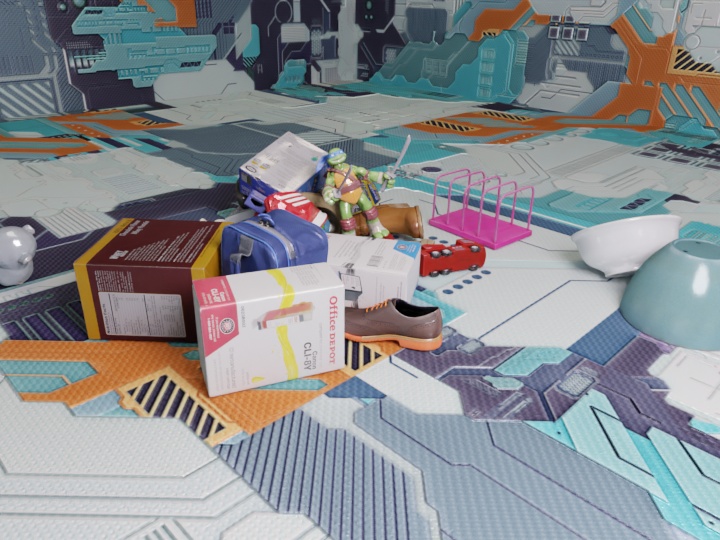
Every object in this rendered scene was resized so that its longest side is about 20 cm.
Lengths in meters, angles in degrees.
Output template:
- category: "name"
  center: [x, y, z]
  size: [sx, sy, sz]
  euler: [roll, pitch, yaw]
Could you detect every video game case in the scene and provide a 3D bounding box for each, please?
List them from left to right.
- category: "video game case"
  center: [-0.210, -0.177, 1.411]
  size: [0.200, 0.023, 0.182]
  euler: [-17, 21, 18]

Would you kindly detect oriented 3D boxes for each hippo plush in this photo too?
- category: "hippo plush"
  center: [-0.671, -0.049, 1.039]
  size: [0.160, 0.200, 0.159]
  euler: [-6, 47, -32]

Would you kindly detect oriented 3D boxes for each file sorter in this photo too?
- category: "file sorter"
  center: [0.281, -0.152, 1.346]
  size: [0.139, 0.126, 0.200]
  euler: [-20, 33, -36]

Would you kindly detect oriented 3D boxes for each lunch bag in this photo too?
- category: "lunch bag"
  center: [-0.142, 0.003, 0.920]
  size: [0.136, 0.200, 0.132]
  euler: [25, 35, 32]

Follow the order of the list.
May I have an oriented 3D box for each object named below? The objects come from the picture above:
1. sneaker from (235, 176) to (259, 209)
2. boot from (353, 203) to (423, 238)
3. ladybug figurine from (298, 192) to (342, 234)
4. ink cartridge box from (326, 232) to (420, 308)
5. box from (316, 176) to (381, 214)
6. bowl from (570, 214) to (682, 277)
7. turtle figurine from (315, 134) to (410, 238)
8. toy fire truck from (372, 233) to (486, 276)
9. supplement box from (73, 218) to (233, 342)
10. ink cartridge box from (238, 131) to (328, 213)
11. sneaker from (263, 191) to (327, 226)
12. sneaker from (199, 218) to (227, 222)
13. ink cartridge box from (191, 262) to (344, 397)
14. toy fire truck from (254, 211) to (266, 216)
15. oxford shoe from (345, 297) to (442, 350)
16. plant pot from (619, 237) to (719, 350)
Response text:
- category: "sneaker"
  center: [-0.213, -0.204, 1.351]
  size: [0.091, 0.076, 0.200]
  euler: [-2, 30, 31]
- category: "boot"
  center: [0.051, -0.101, 1.293]
  size: [0.154, 0.074, 0.200]
  euler: [-10, 15, -9]
- category: "ladybug figurine"
  center: [-0.106, -0.090, 1.204]
  size: [0.200, 0.136, 0.072]
  euler: [9, -3, -29]
- category: "ink cartridge box"
  center: [0.000, 0.000, 1.063]
  size: [0.199, 0.086, 0.146]
  euler: [6, 26, 14]
- category: "box"
  center: [-0.060, -0.155, 1.323]
  size: [0.200, 0.070, 0.064]
  euler: [-14, 18, 25]
- category: "bowl"
  center: [0.515, -0.038, 1.118]
  size: [0.201, 0.091, 0.201]
  euler: [-6, -10, -1]
- category: "turtle figurine"
  center: [0.002, -0.139, 1.123]
  size: [0.200, 0.194, 0.144]
  euler: [-1, 29, 30]
- category: "toy fire truck"
  center: [0.138, -0.038, 1.192]
  size: [0.200, 0.049, 0.141]
  euler: [-9, 26, -22]
- category: "supplement box"
  center: [-0.327, 0.010, 0.972]
  size: [0.199, 0.133, 0.197]
  euler: [2, 26, 1]
- category: "ink cartridge box"
  center: [-0.170, -0.203, 1.269]
  size: [0.136, 0.076, 0.200]
  euler: [31, 52, 17]
- category: "sneaker"
  center: [-0.162, -0.069, 1.102]
  size: [0.200, 0.116, 0.078]
  euler: [-54, 12, -30]
- category: "sneaker"
  center: [-0.270, -0.051, 1.132]
  size: [0.200, 0.075, 0.100]
  euler: [21, 76, 33]
- category: "ink cartridge box"
  center: [-0.126, 0.079, 0.822]
  size: [0.200, 0.146, 0.083]
  euler: [-9, 28, -20]
- category: "toy fire truck"
  center: [-0.195, -0.087, 1.261]
  size: [0.199, 0.049, 0.141]
  euler: [6, 27, 6]
- category: "oxford shoe"
  center: [0.033, 0.072, 0.929]
  size: [0.199, 0.073, 0.071]
  euler: [6, 27, 11]
- category: "plant pot"
  center: [0.558, 0.024, 0.981]
  size: [0.200, 0.135, 0.200]
  euler: [1, 26, 0]
